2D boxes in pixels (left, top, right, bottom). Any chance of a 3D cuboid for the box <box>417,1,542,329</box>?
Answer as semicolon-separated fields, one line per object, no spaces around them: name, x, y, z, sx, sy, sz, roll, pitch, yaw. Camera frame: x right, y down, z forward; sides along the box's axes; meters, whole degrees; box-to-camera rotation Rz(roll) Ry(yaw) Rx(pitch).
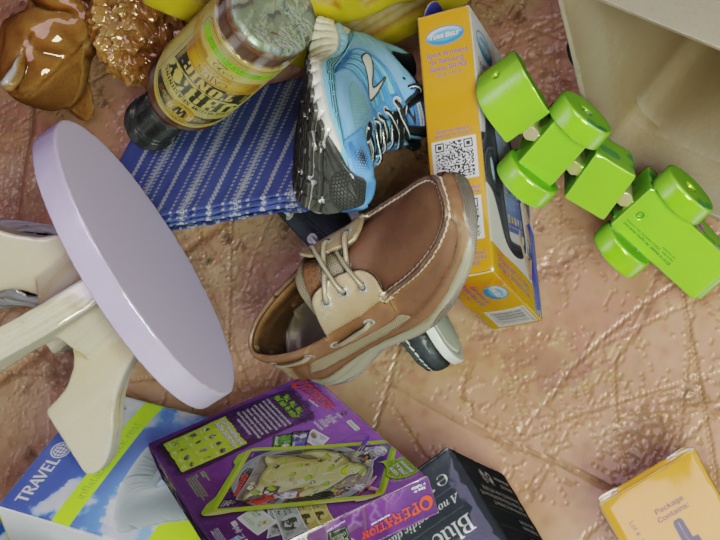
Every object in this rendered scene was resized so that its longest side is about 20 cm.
box;0.077;-0.074;0.900;0.041;0.119;0.202;-8;71;20

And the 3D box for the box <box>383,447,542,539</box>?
box;0.040;0.245;0.818;0.196;0.117;0.201;-36;65;8

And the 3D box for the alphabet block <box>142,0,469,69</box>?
alphabet block;-0.027;-0.278;0.941;0.196;0.195;0.201;-25;62;39

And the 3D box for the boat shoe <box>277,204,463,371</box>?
boat shoe;0.000;0.000;0.939;0.060;0.076;0.200;-38;52;6

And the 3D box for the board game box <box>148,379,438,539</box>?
board game box;-0.047;0.121;0.823;0.119;0.032;0.200;-26;20;-13

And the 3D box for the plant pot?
plant pot;0.257;-0.141;0.817;0.199;0.200;0.178;29;76;27

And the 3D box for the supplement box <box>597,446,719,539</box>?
supplement box;0.213;0.204;0.788;0.066;0.069;0.201;-31;66;10

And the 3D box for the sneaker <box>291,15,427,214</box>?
sneaker;0.006;-0.102;0.874;0.089;0.079;0.201;8;34;-3

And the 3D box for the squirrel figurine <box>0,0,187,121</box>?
squirrel figurine;-0.197;-0.202;1.047;0.199;0.141;0.188;26;91;29

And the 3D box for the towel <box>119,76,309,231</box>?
towel;-0.094;-0.080;0.987;0.199;0.024;0.145;-8;42;27

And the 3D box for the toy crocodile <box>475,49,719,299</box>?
toy crocodile;0.151;-0.056;0.856;0.199;0.062;0.068;36;118;-10

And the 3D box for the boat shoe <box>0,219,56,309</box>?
boat shoe;-0.245;-0.008;1.041;0.199;0.065;0.074;3;75;23

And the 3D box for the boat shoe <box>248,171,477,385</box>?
boat shoe;-0.002;0.010;0.830;0.200;0.071;0.076;-48;47;42

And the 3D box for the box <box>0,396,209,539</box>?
box;-0.143;0.147;0.930;0.199;0.048;0.122;10;42;25

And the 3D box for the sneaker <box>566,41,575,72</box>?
sneaker;0.149;-0.222;0.945;0.113;0.076;0.201;12;73;25

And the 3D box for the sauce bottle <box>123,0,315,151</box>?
sauce bottle;-0.101;-0.131;0.927;0.200;0.064;0.065;-31;56;55

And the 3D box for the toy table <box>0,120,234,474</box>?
toy table;-0.180;0.021;0.897;0.117;0.184;0.201;-33;76;14
